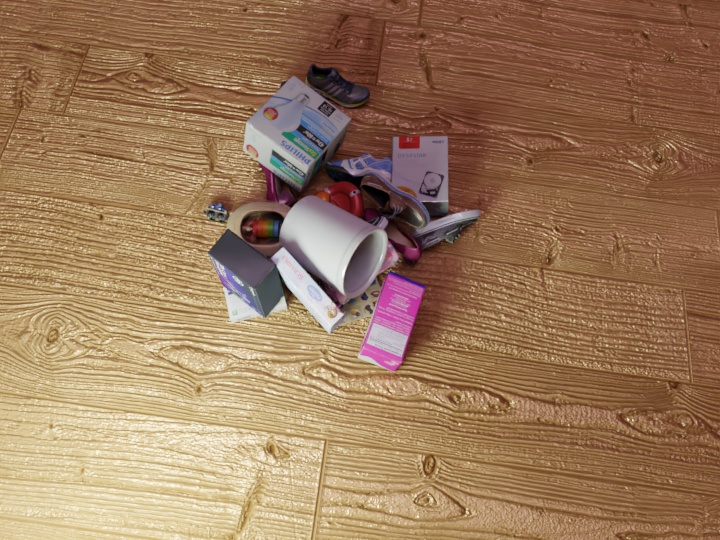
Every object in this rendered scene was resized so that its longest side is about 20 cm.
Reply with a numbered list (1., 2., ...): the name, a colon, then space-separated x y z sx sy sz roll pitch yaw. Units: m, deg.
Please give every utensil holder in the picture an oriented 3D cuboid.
1. utensil holder: -0.064 -0.059 1.361 0.198 0.171 0.171 29 68 25

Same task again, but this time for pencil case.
1. pencil case: 0.000 0.000 1.461 0.199 0.088 0.088 -38 74 -5

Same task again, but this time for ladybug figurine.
1. ladybug figurine: -0.228 -0.100 1.473 0.196 0.072 0.139 6 85 2

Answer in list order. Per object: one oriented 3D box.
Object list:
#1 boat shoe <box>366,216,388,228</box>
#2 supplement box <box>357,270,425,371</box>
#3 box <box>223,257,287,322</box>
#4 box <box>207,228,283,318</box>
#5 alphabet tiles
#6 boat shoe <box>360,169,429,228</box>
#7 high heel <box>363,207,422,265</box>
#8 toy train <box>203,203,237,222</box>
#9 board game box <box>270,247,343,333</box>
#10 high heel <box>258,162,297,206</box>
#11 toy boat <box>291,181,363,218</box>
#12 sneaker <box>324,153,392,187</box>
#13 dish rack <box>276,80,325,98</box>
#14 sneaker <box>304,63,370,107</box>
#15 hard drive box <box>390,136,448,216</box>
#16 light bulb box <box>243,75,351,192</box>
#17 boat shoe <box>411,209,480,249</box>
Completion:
1. boat shoe: -0.026 -0.088 1.483 0.197 0.074 0.069 -30 108 15
2. supplement box: 0.074 0.123 1.426 0.102 0.101 0.203 22 69 0
3. box: -0.273 0.016 1.488 0.142 0.036 0.203 -13 70 -9
4. box: -0.257 0.012 1.362 0.140 0.201 0.079 33 70 11
5. alphabet tiles: -0.038 0.033 1.511 0.164 0.006 0.203 -16 69 -10
6. boat shoe: 0.080 -0.163 1.483 0.199 0.073 0.072 36 46 5
7. high heel: 0.083 -0.103 1.516 0.200 0.096 0.067 43 73 13
8. toy train: -0.311 -0.138 1.540 0.196 0.034 0.047 13 75 7
9. board game box: -0.121 0.052 1.374 0.041 0.200 0.200 -42 86 -10
10. high heel: -0.249 -0.226 1.579 0.096 0.067 0.201 -37 62 7
11. toy boat: -0.086 -0.156 1.511 0.198 0.131 0.132 -27 71 -7
12. sneaker: -0.003 -0.267 1.584 0.197 0.076 0.078 12 66 22
13. dish rack: -0.190 -0.437 1.671 0.151 0.055 0.202 21 66 4
14. sneaker: -0.068 -0.528 1.699 0.196 0.081 0.075 16 67 3
15. hard drive box: 0.157 -0.251 1.590 0.153 0.077 0.204 0 66 6
16. light bulb box: -0.164 -0.350 1.534 0.197 0.125 0.201 36 63 2
17. boat shoe: 0.228 -0.105 1.558 0.197 0.072 0.072 -19 92 -12
